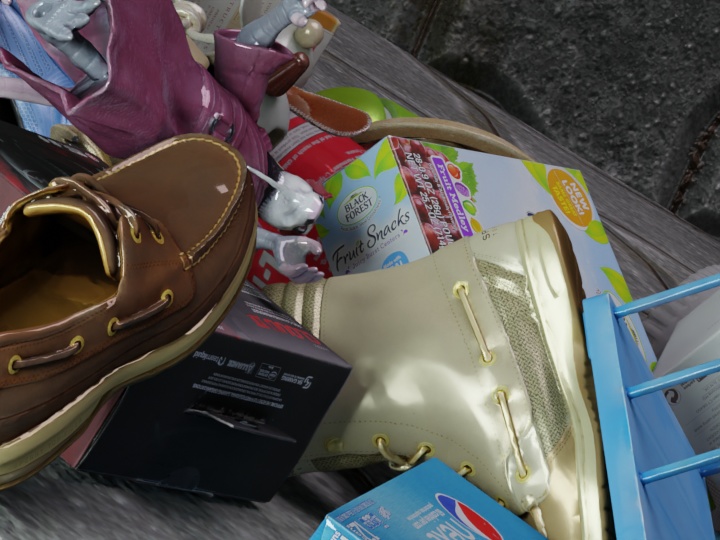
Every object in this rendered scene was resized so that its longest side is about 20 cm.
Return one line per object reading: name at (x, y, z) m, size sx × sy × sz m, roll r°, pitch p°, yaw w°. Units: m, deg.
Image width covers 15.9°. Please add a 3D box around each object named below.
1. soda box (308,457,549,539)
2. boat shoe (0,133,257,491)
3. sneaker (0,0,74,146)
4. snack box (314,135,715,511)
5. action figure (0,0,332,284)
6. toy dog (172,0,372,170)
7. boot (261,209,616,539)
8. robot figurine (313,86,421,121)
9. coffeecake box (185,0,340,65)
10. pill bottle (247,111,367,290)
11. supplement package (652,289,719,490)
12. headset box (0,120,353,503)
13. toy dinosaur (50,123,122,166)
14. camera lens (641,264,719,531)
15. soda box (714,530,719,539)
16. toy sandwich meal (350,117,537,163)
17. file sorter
soda box at (0.019, 0.127, 1.004) m, size 0.068 × 0.064 × 0.200 m, roll 35°, pitch 10°, yaw 9°
boat shoe at (-0.097, 0.001, 0.942) m, size 0.072 × 0.068 × 0.200 m, roll 24°, pitch 41°, yaw 19°
sneaker at (-0.156, -0.063, 1.375) m, size 0.200 × 0.089 × 0.078 m, roll 48°, pitch -27°, yaw -12°
snack box at (0.076, 0.041, 1.289) m, size 0.168 × 0.067 × 0.201 m, roll 8°, pitch 57°, yaw -50°
action figure at (-0.087, -0.061, 1.142) m, size 0.148 × 0.135 × 0.200 m, roll -12°, pitch -38°, yaw 33°
toy dog at (-0.051, -0.104, 1.342) m, size 0.132 × 0.096 × 0.201 m, roll 44°, pitch 26°, yaw -28°
boot at (0.036, 0.085, 1.153) m, size 0.073 × 0.154 × 0.202 m, roll 42°, pitch 37°, yaw -73°
robot figurine at (0.019, -0.048, 1.728) m, size 0.199 × 0.116 × 0.176 m, roll 28°, pitch 10°, yaw -28°
coffeecake box at (-0.127, -0.125, 1.507) m, size 0.073 × 0.154 × 0.200 m, roll 39°, pitch 10°, yaw 36°
pill bottle at (0.000, 0.000, 1.435) m, size 0.200 × 0.113 × 0.112 m, roll 37°, pitch 10°, yaw 22°
supplement package at (0.270, 0.076, 1.311) m, size 0.200 × 0.152 × 0.151 m, roll 51°, pitch 19°, yaw -1°
headset box at (-0.109, 0.017, 1.088) m, size 0.200 × 0.078 × 0.149 m, roll 37°, pitch 10°, yaw 30°
toy dinosaur at (-0.126, -0.033, 1.299) m, size 0.101 × 0.058 × 0.201 m, roll 22°, pitch 40°, yaw -47°
camera lens at (0.264, 0.111, 1.619) m, size 0.200 × 0.161 × 0.160 m, roll 37°, pitch 10°, yaw 25°
soda box at (0.203, 0.184, 1.309) m, size 0.199 × 0.069 × 0.064 m, roll 21°, pitch 24°, yaw -52°
toy sandwich meal at (0.044, -0.010, 1.574) m, size 0.204 × 0.205 × 0.071 m, roll 29°, pitch 49°, yaw -23°
file sorter at (0.182, 0.110, 1.096) m, size 0.139 × 0.122 × 0.201 m, roll 58°, pitch 20°, yaw -43°
